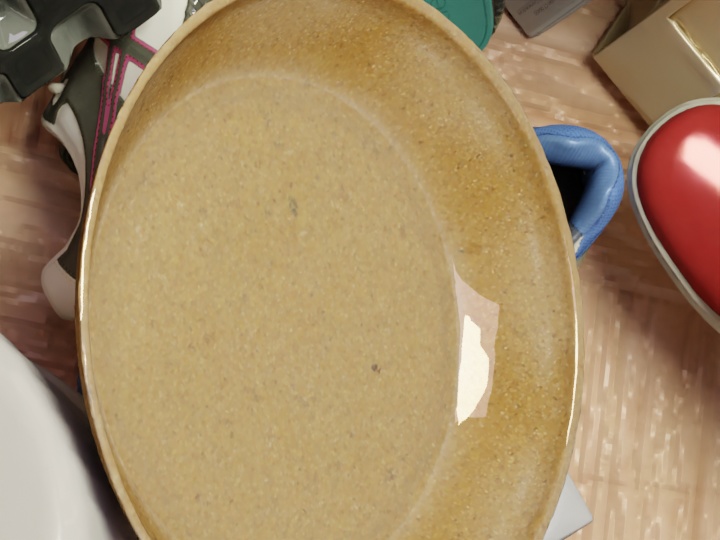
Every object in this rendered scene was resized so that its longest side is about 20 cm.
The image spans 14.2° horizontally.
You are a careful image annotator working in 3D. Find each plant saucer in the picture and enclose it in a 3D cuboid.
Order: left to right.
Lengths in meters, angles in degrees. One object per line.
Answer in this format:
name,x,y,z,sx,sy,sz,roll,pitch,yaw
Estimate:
plant saucer,-0.014,0.016,0.822,0.200,0.035,0.201,6,82,-45

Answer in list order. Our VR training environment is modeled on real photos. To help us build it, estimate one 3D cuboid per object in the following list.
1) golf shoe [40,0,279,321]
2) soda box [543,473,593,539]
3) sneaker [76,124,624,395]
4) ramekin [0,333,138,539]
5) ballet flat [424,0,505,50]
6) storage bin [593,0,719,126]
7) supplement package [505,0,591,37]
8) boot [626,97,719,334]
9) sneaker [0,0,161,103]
golf shoe,-0.062,-0.074,0.913,0.077,0.088,0.200,48,31,-46
soda box,-0.030,0.100,0.898,0.200,0.064,0.068,-29,89,-23
sneaker,0.000,0.000,0.919,0.200,0.085,0.077,-29,90,-23
ramekin,-0.152,0.094,0.789,0.200,0.098,0.201,-2,68,6
ballet flat,0.006,-0.149,0.914,0.072,0.201,0.072,-4,51,5
storage bin,0.202,-0.125,0.962,0.198,0.200,0.094,-41,93,-24
supplement package,0.123,-0.195,0.971,0.200,0.156,0.111,-40,94,-24
boot,0.169,0.019,0.886,0.200,0.144,0.072,42,90,0
sneaker,-0.145,-0.075,0.864,0.200,0.088,0.074,-32,130,-17
